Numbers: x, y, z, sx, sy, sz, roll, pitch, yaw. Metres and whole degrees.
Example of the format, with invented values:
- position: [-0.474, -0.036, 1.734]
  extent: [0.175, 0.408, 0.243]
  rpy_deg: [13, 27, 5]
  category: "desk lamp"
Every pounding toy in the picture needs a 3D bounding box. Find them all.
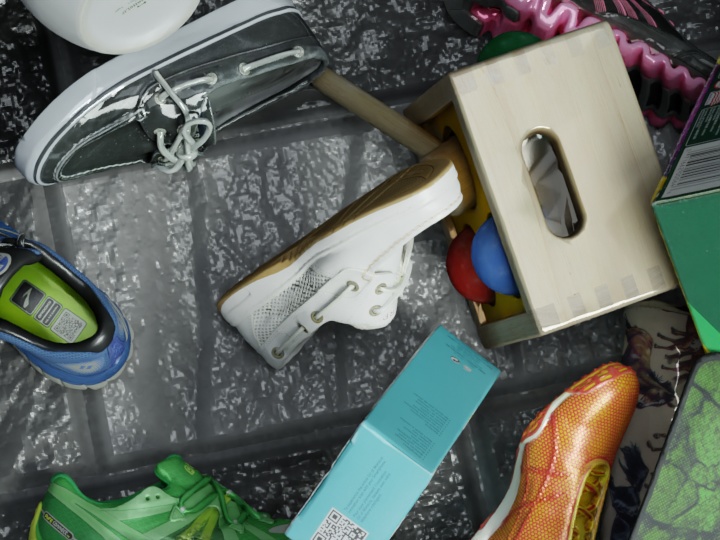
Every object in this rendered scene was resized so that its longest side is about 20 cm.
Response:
- position: [0.080, -0.059, 1.576]
  extent: [0.141, 0.184, 0.201]
  rpy_deg: [-19, 89, -10]
  category: "pounding toy"

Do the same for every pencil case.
- position: [0.188, 0.122, 1.584]
  extent: [0.078, 0.089, 0.201]
  rpy_deg: [-2, 76, 40]
  category: "pencil case"

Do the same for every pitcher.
- position: [-0.192, -0.212, 1.596]
  extent: [0.171, 0.121, 0.200]
  rpy_deg: [-34, 58, 3]
  category: "pitcher"

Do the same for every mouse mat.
- position: [0.225, 0.158, 1.438]
  extent: [0.160, 0.008, 0.201]
  rpy_deg: [20, 80, 11]
  category: "mouse mat"

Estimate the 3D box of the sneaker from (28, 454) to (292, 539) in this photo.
- position: [-0.094, 0.150, 1.554]
  extent: [0.199, 0.074, 0.084]
  rpy_deg: [3, 81, -5]
  category: "sneaker"

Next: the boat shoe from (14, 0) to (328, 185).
- position: [-0.111, -0.096, 1.608]
  extent: [0.199, 0.074, 0.068]
  rpy_deg: [-28, 67, -20]
  category: "boat shoe"

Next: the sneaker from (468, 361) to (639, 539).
- position: [0.116, 0.146, 1.548]
  extent: [0.077, 0.073, 0.201]
  rpy_deg: [36, 107, 34]
  category: "sneaker"

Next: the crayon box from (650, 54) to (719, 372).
- position: [0.242, -0.019, 1.538]
  extent: [0.058, 0.200, 0.173]
  rpy_deg: [-11, 116, 28]
  category: "crayon box"

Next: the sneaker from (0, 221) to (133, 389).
- position: [-0.222, -0.004, 1.567]
  extent: [0.199, 0.089, 0.079]
  rpy_deg: [28, 75, 1]
  category: "sneaker"

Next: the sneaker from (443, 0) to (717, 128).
- position: [0.154, -0.164, 1.656]
  extent: [0.199, 0.079, 0.096]
  rpy_deg: [29, 65, 0]
  category: "sneaker"

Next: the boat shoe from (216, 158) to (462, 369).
- position: [0.000, 0.000, 1.553]
  extent: [0.069, 0.200, 0.071]
  rpy_deg: [54, 45, -3]
  category: "boat shoe"

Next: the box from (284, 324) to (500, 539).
- position: [0.022, 0.100, 1.507]
  extent: [0.049, 0.200, 0.082]
  rpy_deg: [35, 110, 3]
  category: "box"
